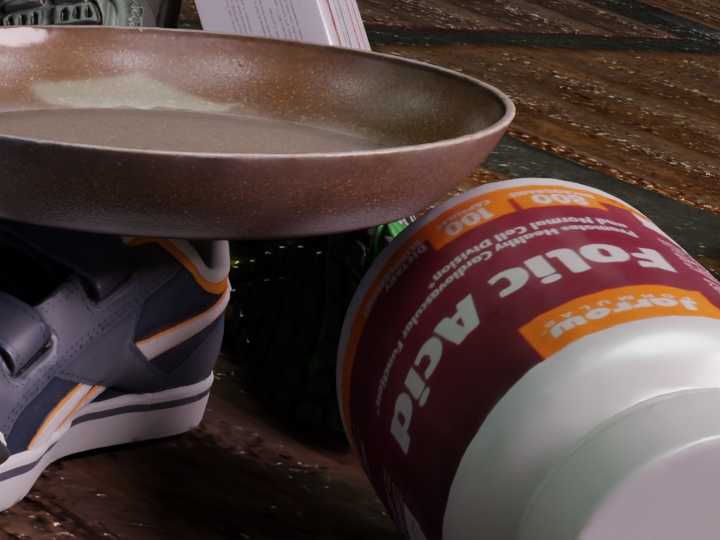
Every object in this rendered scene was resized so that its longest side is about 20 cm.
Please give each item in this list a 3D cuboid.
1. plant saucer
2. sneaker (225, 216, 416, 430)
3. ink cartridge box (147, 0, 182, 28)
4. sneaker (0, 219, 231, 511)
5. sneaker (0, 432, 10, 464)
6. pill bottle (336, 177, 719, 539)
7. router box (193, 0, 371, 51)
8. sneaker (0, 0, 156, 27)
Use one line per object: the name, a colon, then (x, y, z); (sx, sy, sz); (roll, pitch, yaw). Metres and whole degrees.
plant saucer: (-0.055, -0.040, 0.853); (0.200, 0.032, 0.200); (3, 13, -1)
sneaker: (0.000, 0.000, 0.996); (0.085, 0.078, 0.200); (8, 15, -24)
ink cartridge box: (-0.172, -0.140, 1.250); (0.200, 0.085, 0.145); (14, 17, -4)
sneaker: (-0.104, 0.015, 0.842); (0.078, 0.080, 0.200); (20, 17, 21)
sneaker: (-0.170, 0.013, 0.721); (0.200, 0.090, 0.078); (19, 42, 36)
pill bottle: (0.066, 0.054, 0.773); (0.114, 0.114, 0.200); (10, 14, -15)
router box: (-0.043, -0.143, 1.224); (0.049, 0.200, 0.179); (-17, 1, 6)
sneaker: (-0.170, -0.050, 1.054); (0.199, 0.091, 0.076); (-6, 56, -5)
